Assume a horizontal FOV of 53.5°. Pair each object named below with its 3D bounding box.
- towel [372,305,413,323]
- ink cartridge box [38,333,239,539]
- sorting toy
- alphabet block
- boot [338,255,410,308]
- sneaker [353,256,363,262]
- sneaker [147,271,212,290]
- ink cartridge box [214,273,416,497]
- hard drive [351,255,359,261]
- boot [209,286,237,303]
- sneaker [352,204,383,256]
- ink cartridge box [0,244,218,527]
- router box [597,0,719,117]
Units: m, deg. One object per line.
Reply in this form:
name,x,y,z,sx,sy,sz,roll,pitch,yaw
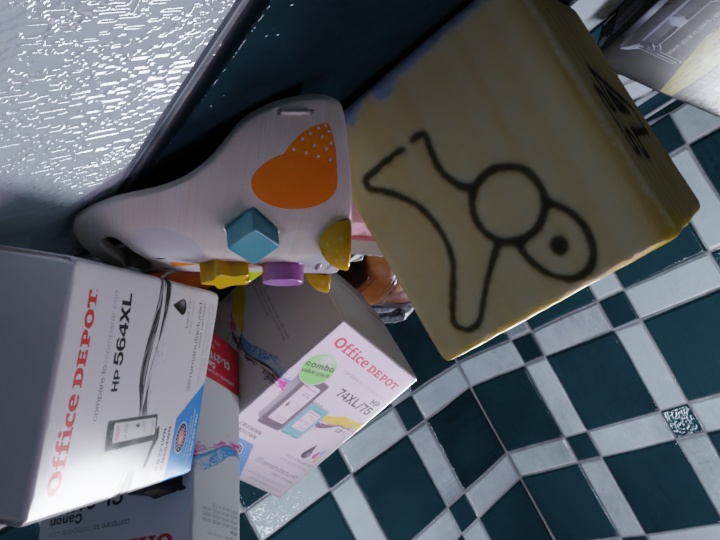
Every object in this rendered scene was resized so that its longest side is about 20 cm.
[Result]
towel,0.032,0.002,1.183,0.199,0.086,0.166,-4,-142,46
ink cartridge box,-0.185,0.163,0.617,0.145,0.201,0.083,-14,149,13
sorting toy,-0.106,-0.032,0.522,0.179,0.108,0.200,-8,171,-11
alphabet block,0.121,-0.076,0.565,0.195,0.201,0.196,-33,173,32
boot,0.000,0.000,0.824,0.187,0.069,0.200,8,161,-7
sneaker,-0.023,-0.027,1.057,0.081,0.077,0.200,-30,-175,33
sneaker,-0.215,0.052,0.721,0.199,0.077,0.073,-32,173,13
ink cartridge box,-0.077,0.101,0.750,0.200,0.146,0.147,-42,133,7
hard drive,0.064,-0.079,0.899,0.199,0.027,0.132,-30,172,-13
boot,-0.121,0.071,0.842,0.164,0.201,0.066,-19,-142,-11
sneaker,-0.025,-0.068,0.684,0.199,0.106,0.075,3,-171,-16
ink cartridge box,-0.180,0.071,0.473,0.084,0.147,0.200,8,175,12
router box,0.326,-0.219,0.625,0.200,0.156,0.053,138,-28,-73
